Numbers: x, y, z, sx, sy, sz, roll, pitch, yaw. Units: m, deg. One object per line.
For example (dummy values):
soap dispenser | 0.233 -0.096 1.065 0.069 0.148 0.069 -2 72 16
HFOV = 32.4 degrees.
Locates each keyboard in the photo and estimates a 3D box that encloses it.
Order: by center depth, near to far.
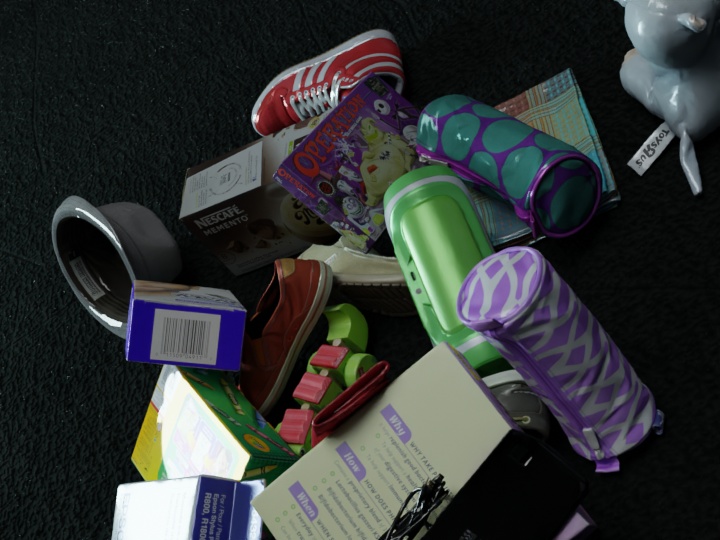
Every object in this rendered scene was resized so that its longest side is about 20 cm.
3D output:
keyboard | 0.067 0.198 0.899 0.200 0.104 0.040 -50 5 -1

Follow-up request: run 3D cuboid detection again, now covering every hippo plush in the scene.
hippo plush | 0.282 -0.211 1.131 0.200 0.161 0.159 -50 41 -9

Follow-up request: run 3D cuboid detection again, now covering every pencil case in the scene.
pencil case | 0.154 0.071 0.969 0.084 0.200 0.086 -11 41 44
pencil case | 0.135 -0.101 1.180 0.092 0.086 0.200 -34 37 -17

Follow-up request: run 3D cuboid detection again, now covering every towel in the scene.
towel | 0.170 -0.109 1.241 0.146 0.022 0.201 -26 43 18

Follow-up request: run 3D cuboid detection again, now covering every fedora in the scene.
fedora | -0.271 -0.015 1.434 0.090 0.178 0.199 -30 28 -33

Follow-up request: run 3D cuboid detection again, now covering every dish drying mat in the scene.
dish drying mat | -0.009 0.120 1.025 0.077 0.200 0.018 -39 81 -11

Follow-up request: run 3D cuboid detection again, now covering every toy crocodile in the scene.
toy crocodile | -0.039 0.125 1.175 0.067 0.062 0.201 3 58 40

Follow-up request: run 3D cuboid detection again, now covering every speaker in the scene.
speaker | 0.086 0.007 1.121 0.088 0.088 0.201 -29 62 16

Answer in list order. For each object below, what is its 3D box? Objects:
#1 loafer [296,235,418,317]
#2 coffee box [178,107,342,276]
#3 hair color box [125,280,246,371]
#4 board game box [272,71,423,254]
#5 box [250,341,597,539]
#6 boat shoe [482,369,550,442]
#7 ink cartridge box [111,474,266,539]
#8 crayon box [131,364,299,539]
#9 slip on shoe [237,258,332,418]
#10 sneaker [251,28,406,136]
loafer | 0.000 0.000 1.241 0.199 0.076 0.069 1 63 40
coffee box | -0.084 -0.083 1.351 0.199 0.113 0.080 -19 45 24
hair color box | -0.178 0.052 1.242 0.200 0.108 0.065 -165 82 -79
board game box | 0.008 -0.113 1.255 0.200 0.120 0.032 -52 -3 -45
box | 0.050 0.190 0.966 0.200 0.097 0.176 -40 71 4
boat shoe | 0.068 0.151 1.061 0.201 0.072 0.061 -25 39 14
ink cartridge box | -0.162 0.280 1.078 0.199 0.043 0.198 -18 61 50
crayon box | -0.142 0.179 1.174 0.200 0.058 0.120 39 112 51
slip on shoe | -0.093 0.071 1.221 0.201 0.061 0.074 -63 23 23
sneaker | -0.036 -0.197 1.444 0.199 0.071 0.113 -30 39 11
